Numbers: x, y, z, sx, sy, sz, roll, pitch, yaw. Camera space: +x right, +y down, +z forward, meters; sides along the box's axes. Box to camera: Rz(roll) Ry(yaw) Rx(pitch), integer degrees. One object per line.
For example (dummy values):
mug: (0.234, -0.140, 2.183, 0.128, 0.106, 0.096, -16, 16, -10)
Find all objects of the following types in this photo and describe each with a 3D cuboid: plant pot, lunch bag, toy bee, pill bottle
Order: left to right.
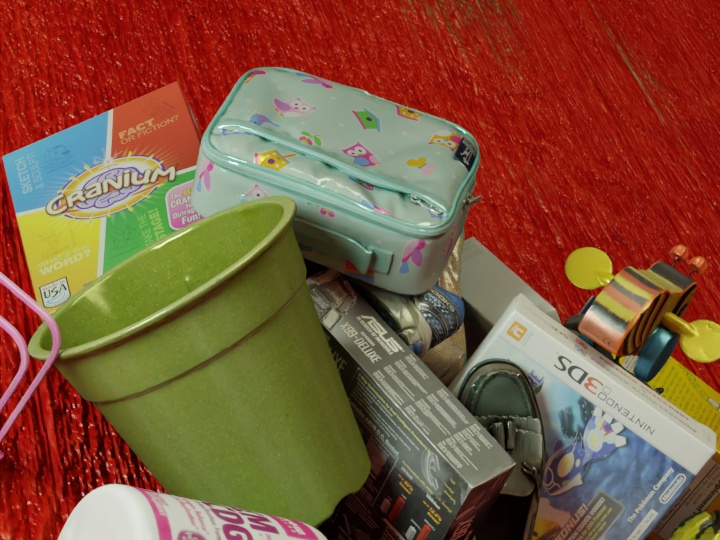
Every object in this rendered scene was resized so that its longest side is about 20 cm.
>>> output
pill bottle: (-0.082, 0.203, 1.285, 0.200, 0.113, 0.113, 17, 31, -36)
plant pot: (-0.087, 0.081, 1.393, 0.190, 0.200, 0.200, 61, 21, -15)
lunch bag: (-0.013, -0.066, 1.494, 0.200, 0.077, 0.160, 19, 32, 6)
toy bee: (0.215, 0.022, 1.588, 0.131, 0.109, 0.200, 33, -1, -2)

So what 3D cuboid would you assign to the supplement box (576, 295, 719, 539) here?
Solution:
supplement box: (0.237, 0.136, 1.805, 0.200, 0.109, 0.110, 39, 26, 5)

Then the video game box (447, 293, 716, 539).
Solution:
video game box: (0.132, 0.149, 1.541, 0.182, 0.200, 0.047, 35, 18, 1)

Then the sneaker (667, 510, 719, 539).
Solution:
sneaker: (0.263, 0.260, 1.665, 0.200, 0.074, 0.085, -25, 101, -44)

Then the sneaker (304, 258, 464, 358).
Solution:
sneaker: (0.000, 0.000, 1.539, 0.085, 0.077, 0.200, -20, 48, -33)

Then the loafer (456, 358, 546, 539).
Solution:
loafer: (0.101, 0.165, 1.484, 0.072, 0.201, 0.063, 0, 12, -9)

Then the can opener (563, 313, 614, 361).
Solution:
can opener: (0.192, 0.132, 1.715, 0.053, 0.067, 0.200, -39, 114, -41)

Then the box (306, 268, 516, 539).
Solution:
box: (0.003, 0.121, 1.475, 0.050, 0.158, 0.200, -24, 61, -40)

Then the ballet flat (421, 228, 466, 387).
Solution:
ballet flat: (0.044, -0.003, 1.603, 0.067, 0.068, 0.200, 26, 43, -37)

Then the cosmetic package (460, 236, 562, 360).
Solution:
cosmetic package: (0.132, 0.089, 1.654, 0.200, 0.052, 0.151, 66, -9, -31)

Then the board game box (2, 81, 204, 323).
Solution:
board game box: (-0.178, -0.043, 1.557, 0.200, 0.153, 0.040, -114, -179, -48)

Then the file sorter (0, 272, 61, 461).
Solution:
file sorter: (-0.291, 0.066, 1.244, 0.139, 0.126, 0.200, 39, 25, 7)
